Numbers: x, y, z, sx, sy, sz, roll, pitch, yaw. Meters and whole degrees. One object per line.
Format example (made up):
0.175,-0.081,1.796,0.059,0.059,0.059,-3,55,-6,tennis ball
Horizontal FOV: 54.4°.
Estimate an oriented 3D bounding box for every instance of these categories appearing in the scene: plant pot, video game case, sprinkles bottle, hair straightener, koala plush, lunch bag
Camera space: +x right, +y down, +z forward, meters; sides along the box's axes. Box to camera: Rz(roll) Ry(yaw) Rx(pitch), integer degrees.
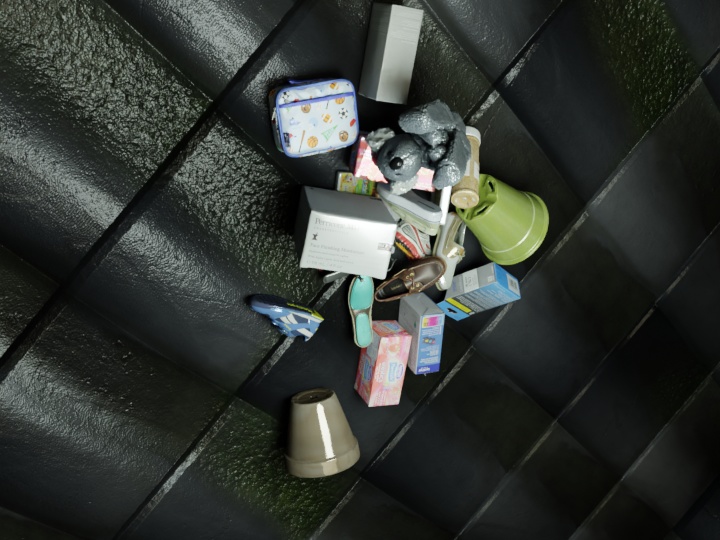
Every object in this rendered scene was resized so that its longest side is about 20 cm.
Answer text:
-0.108,0.404,1.792,0.197,0.199,0.177,-11,100,-21,plant pot
0.014,-0.138,1.704,0.179,0.023,0.203,-2,113,-25,video game case
0.252,-0.248,1.677,0.068,0.068,0.203,29,53,-32,sprinkles bottle
0.000,0.000,1.713,0.197,0.078,0.041,-12,151,-17,hair straightener
0.198,-0.231,1.655,0.022,0.182,0.204,7,110,-2,video game case
0.332,-0.142,1.733,0.189,0.200,0.202,28,98,-43,plant pot
0.118,-0.252,1.489,0.198,0.184,0.179,-25,105,34,koala plush
-0.104,-0.340,1.531,0.197,0.075,0.163,-15,115,-21,lunch bag

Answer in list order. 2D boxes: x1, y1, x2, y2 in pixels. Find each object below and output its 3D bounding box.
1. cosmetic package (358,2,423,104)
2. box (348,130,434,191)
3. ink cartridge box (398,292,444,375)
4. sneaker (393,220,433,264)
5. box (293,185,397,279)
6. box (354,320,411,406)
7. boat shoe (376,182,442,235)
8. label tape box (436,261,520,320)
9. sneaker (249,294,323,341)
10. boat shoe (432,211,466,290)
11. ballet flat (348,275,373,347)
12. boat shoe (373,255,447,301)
0.064,-0.475,1.536,0.089,0.107,0.203,-2,114,-25,cosmetic package
0.079,-0.253,1.613,0.196,0.100,0.097,8,109,-12,box
0.153,0.177,1.837,0.075,0.137,0.204,-3,113,-21,ink cartridge box
0.155,-0.061,1.770,0.200,0.077,0.083,42,71,-44,sneaker
-0.040,-0.089,1.569,0.195,0.200,0.133,8,111,-13,box
0.058,0.242,1.839,0.093,0.103,0.204,0,110,-25,box
0.106,-0.145,1.618,0.071,0.199,0.063,-14,127,-38,boat shoe
0.305,0.058,1.870,0.198,0.064,0.143,-22,148,31,label tape box
-0.184,0.116,1.686,0.198,0.074,0.083,22,103,-30,sneaker
0.226,-0.051,1.760,0.074,0.067,0.204,23,69,-58,boat shoe
-0.003,0.095,1.773,0.066,0.062,0.204,-3,106,-14,ballet flat
0.122,0.028,1.730,0.198,0.070,0.071,-28,95,29,boat shoe
